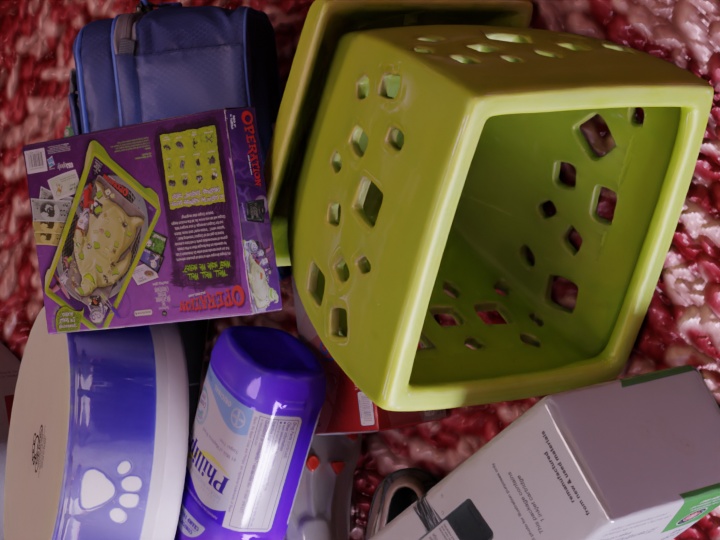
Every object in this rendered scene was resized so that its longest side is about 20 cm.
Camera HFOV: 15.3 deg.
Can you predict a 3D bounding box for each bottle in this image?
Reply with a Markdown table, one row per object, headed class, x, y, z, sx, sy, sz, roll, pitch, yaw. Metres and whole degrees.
| class | x | y | z | sx | sy | sz | roll | pitch | yaw |
| --- | --- | --- | --- | --- | --- | --- | --- | --- | --- |
| bottle | -0.078 | 0.137 | 1.681 | 0.084 | 0.065 | 0.201 | 47 | 127 | 52 |

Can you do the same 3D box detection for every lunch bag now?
| class | x | y | z | sx | sy | sz | roll | pitch | yaw |
| --- | --- | --- | --- | --- | --- | --- | --- | --- | --- |
| lunch bag | -0.118 | -0.081 | 1.711 | 0.131 | 0.136 | 0.202 | -8 | 89 | 7 |

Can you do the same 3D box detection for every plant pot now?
| class | x | y | z | sx | sy | sz | roll | pitch | yaw |
| --- | --- | --- | --- | --- | --- | --- | --- | --- | --- |
| plant pot | 0.055 | -0.053 | 1.552 | 0.181 | 0.199 | 0.200 | 37 | 121 | 40 |

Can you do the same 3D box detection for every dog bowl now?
| class | x | y | z | sx | sy | sz | roll | pitch | yaw |
| --- | --- | --- | --- | --- | --- | --- | --- | --- | --- |
| dog bowl | -0.175 | 0.121 | 1.746 | 0.200 | 0.078 | 0.202 | -173 | 90 | -72 |

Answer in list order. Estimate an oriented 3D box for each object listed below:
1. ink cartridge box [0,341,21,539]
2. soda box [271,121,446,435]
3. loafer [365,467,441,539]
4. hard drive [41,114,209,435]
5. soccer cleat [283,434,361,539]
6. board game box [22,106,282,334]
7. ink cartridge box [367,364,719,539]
| class | x | y | z | sx | sy | sz | roll | pitch | yaw |
| --- | --- | --- | --- | --- | --- | --- | --- | --- | --- |
| ink cartridge box | -0.330 | 0.121 | 1.956 | 0.200 | 0.145 | 0.145 | 42 | 121 | 32 |
| soda box | 0.000 | 0.000 | 1.687 | 0.063 | 0.070 | 0.202 | -6 | 91 | 43 |
| loafer | 0.022 | 0.223 | 1.669 | 0.071 | 0.063 | 0.202 | 1 | 84 | 7 |
| hard drive | -0.160 | 0.001 | 1.857 | 0.139 | 0.038 | 0.202 | 19 | 109 | 40 |
| soccer cleat | -0.035 | 0.151 | 1.743 | 0.078 | 0.069 | 0.202 | 154 | 113 | -74 |
| board game box | -0.127 | -0.027 | 1.601 | 0.199 | 0.032 | 0.121 | -6 | 89 | 47 |
| ink cartridge box | 0.106 | 0.146 | 1.557 | 0.200 | 0.146 | 0.083 | -42 | 69 | 38 |
